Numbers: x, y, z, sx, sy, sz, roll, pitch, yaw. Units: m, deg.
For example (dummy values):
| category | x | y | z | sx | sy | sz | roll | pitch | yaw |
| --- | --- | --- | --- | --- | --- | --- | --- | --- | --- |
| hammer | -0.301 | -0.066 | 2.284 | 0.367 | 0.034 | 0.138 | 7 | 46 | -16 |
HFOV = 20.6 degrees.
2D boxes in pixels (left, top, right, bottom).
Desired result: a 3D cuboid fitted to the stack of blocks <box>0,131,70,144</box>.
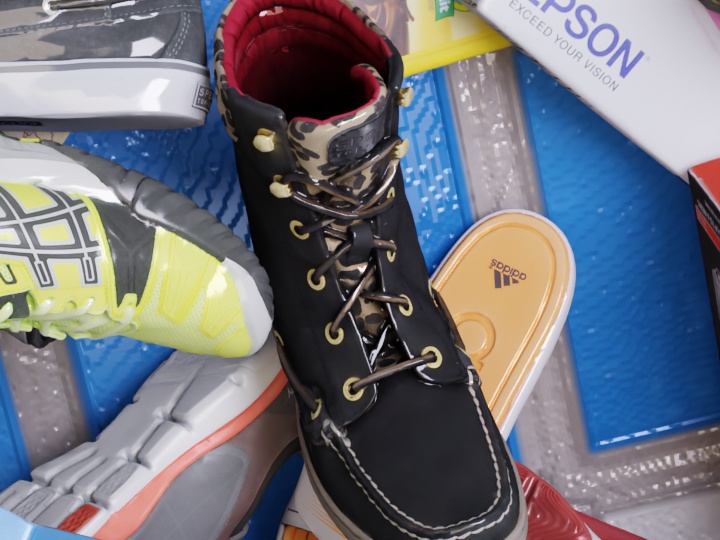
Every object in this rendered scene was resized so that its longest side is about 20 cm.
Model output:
| category | x | y | z | sx | sy | sz | roll | pitch | yaw |
| --- | --- | --- | --- | --- | --- | --- | --- | --- | --- |
| stack of blocks | -0.126 | -0.135 | 0.763 | 0.115 | 0.059 | 0.201 | 34 | 99 | -12 |

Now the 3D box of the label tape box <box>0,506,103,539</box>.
| category | x | y | z | sx | sy | sz | roll | pitch | yaw |
| --- | --- | --- | --- | --- | --- | --- | --- | --- | --- |
| label tape box | -0.086 | 0.182 | 0.710 | 0.199 | 0.063 | 0.145 | 34 | 66 | -26 |

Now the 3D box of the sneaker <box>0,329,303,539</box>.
| category | x | y | z | sx | sy | sz | roll | pitch | yaw |
| --- | --- | --- | --- | --- | --- | --- | --- | --- | --- |
| sneaker | -0.089 | 0.109 | 0.799 | 0.200 | 0.077 | 0.082 | -39 | 117 | -16 |

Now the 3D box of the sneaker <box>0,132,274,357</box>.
| category | x | y | z | sx | sy | sz | roll | pitch | yaw |
| --- | --- | --- | --- | --- | --- | --- | --- | --- | --- |
| sneaker | -0.122 | -0.004 | 0.671 | 0.199 | 0.075 | 0.077 | 23 | 64 | -22 |

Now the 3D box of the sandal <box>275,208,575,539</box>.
| category | x | y | z | sx | sy | sz | roll | pitch | yaw |
| --- | --- | --- | --- | --- | --- | --- | --- | --- | --- |
| sandal | 0.020 | 0.062 | 0.796 | 0.079 | 0.059 | 0.208 | 23 | 81 | 18 |

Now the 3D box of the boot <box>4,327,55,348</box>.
| category | x | y | z | sx | sy | sz | roll | pitch | yaw |
| --- | --- | --- | --- | --- | --- | --- | --- | --- | --- |
| boot | -0.174 | -0.001 | 0.722 | 0.130 | 0.200 | 0.070 | 14 | 103 | -5 |

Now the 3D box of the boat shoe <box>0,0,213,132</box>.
| category | x | y | z | sx | sy | sz | roll | pitch | yaw |
| --- | --- | --- | --- | --- | --- | --- | --- | --- | --- |
| boat shoe | -0.152 | -0.081 | 0.716 | 0.198 | 0.069 | 0.057 | 0 | 88 | -8 |

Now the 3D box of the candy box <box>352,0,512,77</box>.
| category | x | y | z | sx | sy | sz | roll | pitch | yaw |
| --- | --- | --- | --- | --- | --- | --- | --- | --- | --- |
| candy box | 0.011 | -0.178 | 0.770 | 0.101 | 0.026 | 0.202 | -19 | 106 | -20 |

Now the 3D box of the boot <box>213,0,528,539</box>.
| category | x | y | z | sx | sy | sz | roll | pitch | yaw |
| --- | --- | --- | --- | --- | --- | --- | --- | --- | --- |
| boot | 0.000 | 0.000 | 0.716 | 0.072 | 0.201 | 0.151 | -16 | 132 | -7 |

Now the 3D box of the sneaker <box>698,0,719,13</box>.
| category | x | y | z | sx | sy | sz | roll | pitch | yaw |
| --- | --- | --- | --- | --- | --- | --- | --- | --- | --- |
| sneaker | 0.191 | -0.110 | 0.743 | 0.199 | 0.074 | 0.085 | 33 | 93 | -32 |

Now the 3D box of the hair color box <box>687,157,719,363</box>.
| category | x | y | z | sx | sy | sz | roll | pitch | yaw |
| --- | --- | --- | --- | --- | --- | --- | --- | --- | --- |
| hair color box | 0.186 | 0.057 | 0.791 | 0.061 | 0.102 | 0.201 | -17 | 120 | -1 |

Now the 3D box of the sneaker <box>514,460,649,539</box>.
| category | x | y | z | sx | sy | sz | roll | pitch | yaw |
| --- | --- | --- | --- | --- | --- | --- | --- | --- | --- |
| sneaker | 0.094 | 0.139 | 0.845 | 0.199 | 0.116 | 0.079 | 25 | 82 | 24 |

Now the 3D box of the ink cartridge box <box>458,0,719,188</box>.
| category | x | y | z | sx | sy | sz | roll | pitch | yaw |
| --- | --- | --- | --- | --- | --- | --- | --- | --- | --- |
| ink cartridge box | 0.171 | -0.129 | 0.784 | 0.196 | 0.043 | 0.201 | 34 | 100 | -22 |
